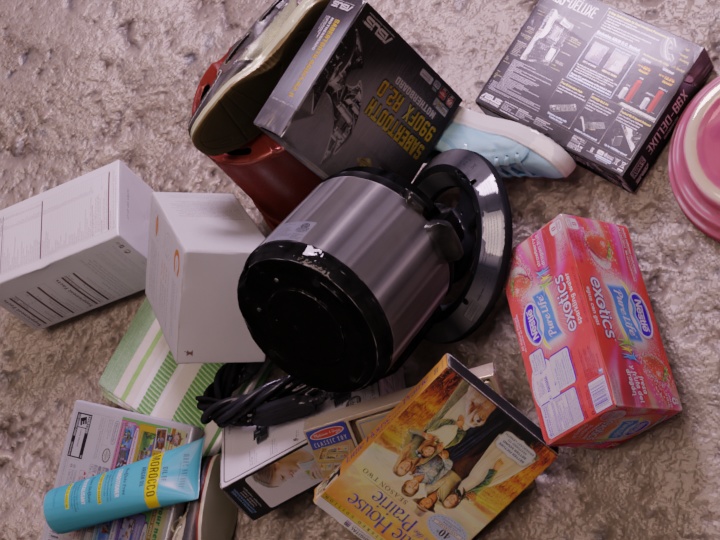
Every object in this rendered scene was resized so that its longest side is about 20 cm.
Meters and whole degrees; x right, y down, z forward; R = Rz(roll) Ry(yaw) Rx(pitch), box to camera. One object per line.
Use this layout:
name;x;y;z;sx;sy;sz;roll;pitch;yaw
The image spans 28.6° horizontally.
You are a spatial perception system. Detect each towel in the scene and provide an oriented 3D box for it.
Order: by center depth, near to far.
towel;-0.199;0.114;1.613;0.199;0.023;0.153;27;85;33

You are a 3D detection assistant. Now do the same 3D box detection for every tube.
tube;-0.252;0.239;1.535;0.199;0.050;0.078;-19;50;23

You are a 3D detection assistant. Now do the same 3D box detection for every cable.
cable;-0.092;0.098;1.490;0.199;0.051;0.164;-21;34;30

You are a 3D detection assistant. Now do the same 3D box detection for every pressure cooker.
pressure cooker;-0.001;-0.002;1.374;0.175;0.179;0.200;30;48;12

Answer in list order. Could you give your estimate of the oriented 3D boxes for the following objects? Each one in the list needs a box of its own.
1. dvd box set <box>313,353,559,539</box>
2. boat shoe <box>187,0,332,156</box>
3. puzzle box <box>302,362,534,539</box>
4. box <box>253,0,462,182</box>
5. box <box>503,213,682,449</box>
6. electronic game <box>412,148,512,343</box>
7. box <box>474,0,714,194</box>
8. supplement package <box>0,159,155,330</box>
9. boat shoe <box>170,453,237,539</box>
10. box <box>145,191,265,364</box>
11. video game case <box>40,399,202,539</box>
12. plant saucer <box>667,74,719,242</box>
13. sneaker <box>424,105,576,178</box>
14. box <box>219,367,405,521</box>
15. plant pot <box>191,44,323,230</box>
dvd box set;0.072;0.195;1.362;0.200;0.146;0.029;-46;12;19
boat shoe;-0.103;-0.204;1.425;0.201;0.072;0.066;-48;48;3
puzzle box;0.058;0.178;1.387;0.199;0.134;0.025;-18;19;11
box;0.002;-0.162;1.437;0.048;0.200;0.159;28;84;41
box;0.217;0.060;1.355;0.103;0.094;0.201;-39;54;43
electronic game;0.091;-0.025;1.456;0.200;0.041;0.202;-19;68;57
box;0.242;-0.195;1.480;0.199;0.050;0.158;31;88;32
supplement package;-0.336;-0.027;1.675;0.199;0.110;0.114;-20;54;20
boat shoe;-0.176;0.295;1.510;0.062;0.071;0.202;-2;75;29
box;-0.165;0.004;1.514;0.200;0.097;0.125;-130;43;-63
video game case;-0.272;0.258;1.583;0.181;0.022;0.201;8;80;33
plant saucer;0.394;-0.120;1.374;0.199;0.051;0.202;-9;69;25
sneaker;0.137;-0.116;1.497;0.199;0.074;0.082;23;84;43
box;-0.049;0.162;1.469;0.199;0.060;0.117;-30;32;14
plant pot;-0.073;-0.148;1.541;0.199;0.195;0.202;-10;67;24
